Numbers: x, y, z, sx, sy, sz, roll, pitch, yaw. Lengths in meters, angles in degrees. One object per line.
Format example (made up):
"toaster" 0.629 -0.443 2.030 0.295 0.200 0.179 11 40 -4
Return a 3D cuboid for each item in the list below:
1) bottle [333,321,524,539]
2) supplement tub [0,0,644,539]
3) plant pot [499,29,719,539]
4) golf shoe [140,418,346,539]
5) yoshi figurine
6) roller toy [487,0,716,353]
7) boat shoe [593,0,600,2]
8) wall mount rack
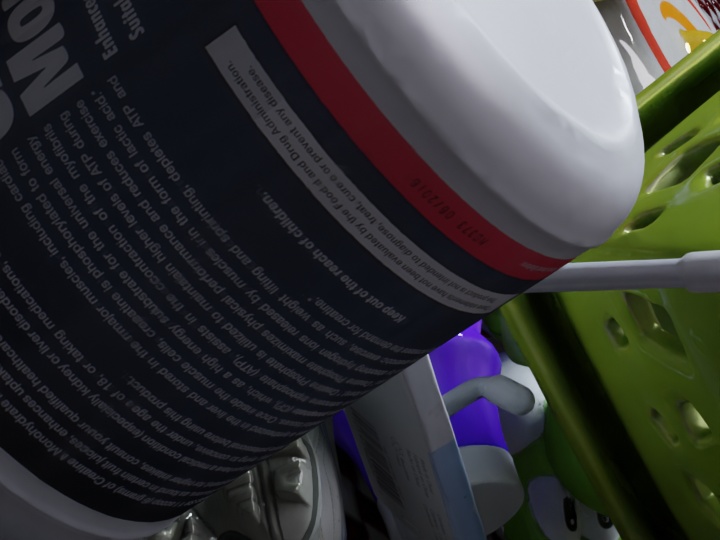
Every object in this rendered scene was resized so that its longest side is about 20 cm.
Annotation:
"bottle" 0.000 0.000 0.883 0.084 0.065 0.200 18 42 -50
"supplement tub" -0.048 -0.022 0.609 0.140 0.200 0.140 47 22 -25
"plant pot" 0.163 0.014 0.800 0.181 0.200 0.199 7 -48 59
"golf shoe" -0.049 0.020 0.760 0.097 0.078 0.200 56 18 -55
"yoshi figurine" 0.080 0.008 0.925 0.112 0.112 0.200 109 -27 -81
"roller toy" 0.097 -0.054 1.080 0.200 0.140 0.183 28 35 -54
"boat shoe" 0.042 -0.127 0.978 0.063 0.200 0.073 73 -1 -47
"wall mount rack" 0.046 0.031 0.720 0.174 0.075 0.200 38 -27 53
